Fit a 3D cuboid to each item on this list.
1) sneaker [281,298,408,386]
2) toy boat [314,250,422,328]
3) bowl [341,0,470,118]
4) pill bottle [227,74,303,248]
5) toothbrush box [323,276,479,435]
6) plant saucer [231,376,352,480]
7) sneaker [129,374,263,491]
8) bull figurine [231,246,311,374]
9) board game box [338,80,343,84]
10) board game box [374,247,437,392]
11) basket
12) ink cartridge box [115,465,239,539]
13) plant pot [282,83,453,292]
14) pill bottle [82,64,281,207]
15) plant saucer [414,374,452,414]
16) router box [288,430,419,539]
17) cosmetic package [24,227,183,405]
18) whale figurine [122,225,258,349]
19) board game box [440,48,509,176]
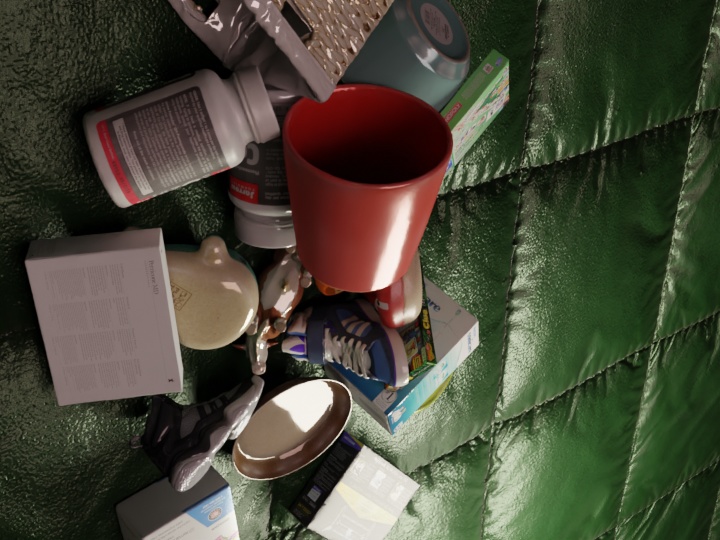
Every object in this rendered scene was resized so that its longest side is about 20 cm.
[{"bbox_3d":[-0.031,0.110,1.395,0.144,0.200,0.082,-13,120,-17],"label":"sneaker"},{"bbox_3d":[0.000,0.000,1.381,0.129,0.200,0.132,-17,124,-19],"label":"toy boat"},{"bbox_3d":[0.061,-0.278,1.263,0.199,0.204,0.104,9,149,-45],"label":"bowl"},{"bbox_3d":[-0.108,-0.138,1.255,0.113,0.113,0.203,-17,122,-36],"label":"pill bottle"},{"bbox_3d":[0.060,0.115,1.515,0.200,0.146,0.086,-45,155,-16],"label":"toothbrush box"},{"bbox_3d":[-0.103,0.224,1.486,0.198,0.032,0.202,-23,140,-20],"label":"plant saucer"},{"bbox_3d":[-0.215,0.187,1.342,0.200,0.113,0.076,-49,169,-42],"label":"sneaker"},{"bbox_3d":[-0.114,0.043,1.363,0.064,0.121,0.203,22,88,-10],"label":"bull figurine"},{"bbox_3d":[-0.029,-0.181,1.368,0.134,0.028,0.202,-32,131,-27],"label":"board game box"},{"bbox_3d":[0.057,0.058,1.443,0.023,0.203,0.105,10,148,-29],"label":"board game box"},{"bbox_3d":[-0.099,-0.318,1.106,0.162,0.199,0.198,-53,137,-9],"label":"basket"},{"bbox_3d":[-0.246,0.389,1.433,0.143,0.084,0.203,-27,129,-30],"label":"ink cartridge box"},{"bbox_3d":[0.000,-0.087,1.180,0.199,0.200,0.179,-24,140,-32],"label":"plant pot"},{"bbox_3d":[-0.193,-0.153,1.120,0.197,0.111,0.112,-21,129,-2],"label":"pill bottle"},{"bbox_3d":[0.093,0.158,1.666,0.198,0.031,0.203,-22,126,-34],"label":"plant saucer"},{"bbox_3d":[-0.006,0.373,1.672,0.158,0.052,0.200,-54,137,-7],"label":"router box"},{"bbox_3d":[-0.292,0.056,1.186,0.148,0.052,0.203,-4,120,-4],"label":"cosmetic package"},{"bbox_3d":[-0.220,0.009,1.258,0.198,0.104,0.160,29,113,-25],"label":"whale figurine"},{"bbox_3d":[0.121,-0.178,1.323,0.201,0.029,0.135,-50,165,-4],"label":"board game box"}]
